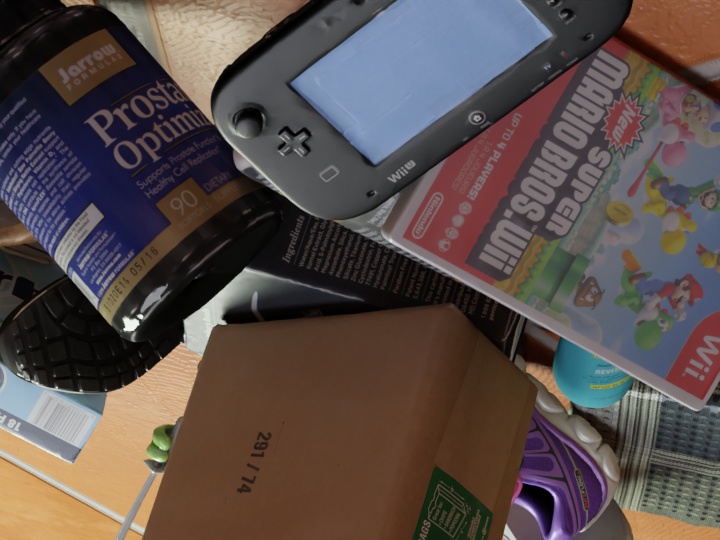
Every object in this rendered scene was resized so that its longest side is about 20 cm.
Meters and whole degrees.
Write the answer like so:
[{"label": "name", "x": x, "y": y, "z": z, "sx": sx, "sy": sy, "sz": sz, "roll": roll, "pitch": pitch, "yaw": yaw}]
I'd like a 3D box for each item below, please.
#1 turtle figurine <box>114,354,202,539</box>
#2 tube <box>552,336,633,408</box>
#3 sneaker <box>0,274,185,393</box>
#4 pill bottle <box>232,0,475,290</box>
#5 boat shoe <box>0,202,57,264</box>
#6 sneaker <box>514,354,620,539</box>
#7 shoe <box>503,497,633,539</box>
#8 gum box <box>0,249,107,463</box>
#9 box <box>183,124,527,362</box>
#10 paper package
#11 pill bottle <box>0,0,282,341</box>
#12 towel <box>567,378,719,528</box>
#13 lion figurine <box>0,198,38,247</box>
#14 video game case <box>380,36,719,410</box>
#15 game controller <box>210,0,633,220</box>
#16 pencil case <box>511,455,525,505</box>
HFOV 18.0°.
[{"label": "turtle figurine", "x": -0.078, "y": 0.126, "z": 1.563, "sx": 0.144, "sy": 0.200, "sz": 0.194, "roll": 38, "pitch": 149, "yaw": 46}, {"label": "tube", "x": 0.149, "y": 0.020, "z": 1.330, "sx": 0.050, "sy": 0.077, "sz": 0.200, "roll": 58, "pitch": 165, "yaw": 21}, {"label": "sneaker", "x": -0.156, "y": 0.025, "z": 1.409, "sx": 0.088, "sy": 0.200, "sz": 0.076, "roll": -2, "pitch": 105, "yaw": 44}, {"label": "pill bottle", "x": 0.043, "y": -0.056, "z": 1.182, "sx": 0.200, "sy": 0.106, "sz": 0.106, "roll": 27, "pitch": 154, "yaw": -17}, {"label": "boat shoe", "x": -0.251, "y": -0.058, "z": 1.433, "sx": 0.200, "sy": 0.072, "sz": 0.066, "roll": 23, "pitch": 152, "yaw": -29}, {"label": "sneaker", "x": 0.079, "y": 0.098, "z": 1.471, "sx": 0.200, "sy": 0.083, "sz": 0.081, "roll": 41, "pitch": 155, "yaw": -3}, {"label": "shoe", "x": 0.129, "y": 0.181, "z": 1.582, "sx": 0.200, "sy": 0.071, "sz": 0.091, "roll": 29, "pitch": 157, "yaw": 48}, {"label": "gum box", "x": -0.236, "y": 0.021, "z": 1.439, "sx": 0.170, "sy": 0.200, "sz": 0.045, "roll": 29, "pitch": 111, "yaw": -12}, {"label": "box", "x": 0.000, "y": 0.000, "z": 1.328, "sx": 0.200, "sy": 0.104, "sz": 0.148, "roll": 17, "pitch": 155, "yaw": 6}, {"label": "paper package", "x": -0.017, "y": 0.129, "z": 1.245, "sx": 0.191, "sy": 0.200, "sz": 0.103, "roll": -7, "pitch": 145, "yaw": 41}, {"label": "pill bottle", "x": -0.144, "y": -0.068, "z": 1.206, "sx": 0.200, "sy": 0.112, "sz": 0.112, "roll": 48, "pitch": 155, "yaw": 7}, {"label": "towel", "x": 0.230, "y": 0.121, "z": 1.515, "sx": 0.192, "sy": 0.035, "sz": 0.200, "roll": 12, "pitch": 152, "yaw": 8}, {"label": "lion figurine", "x": -0.180, "y": -0.075, "z": 1.335, "sx": 0.122, "sy": 0.072, "sz": 0.200, "roll": -18, "pitch": 144, "yaw": -2}, {"label": "video game case", "x": 0.128, "y": -0.033, "z": 1.143, "sx": 0.200, "sy": 0.143, "sz": 0.017, "roll": 28, "pitch": -175, "yaw": -21}, {"label": "game controller", "x": 0.028, "y": -0.103, "z": 1.063, "sx": 0.200, "sy": 0.042, "sz": 0.104, "roll": -35, "pitch": 111, "yaw": 23}, {"label": "pencil case", "x": 0.010, "y": 0.094, "z": 1.414, "sx": 0.200, "sy": 0.091, "sz": 0.094, "roll": 41, "pitch": -166, "yaw": 25}]
